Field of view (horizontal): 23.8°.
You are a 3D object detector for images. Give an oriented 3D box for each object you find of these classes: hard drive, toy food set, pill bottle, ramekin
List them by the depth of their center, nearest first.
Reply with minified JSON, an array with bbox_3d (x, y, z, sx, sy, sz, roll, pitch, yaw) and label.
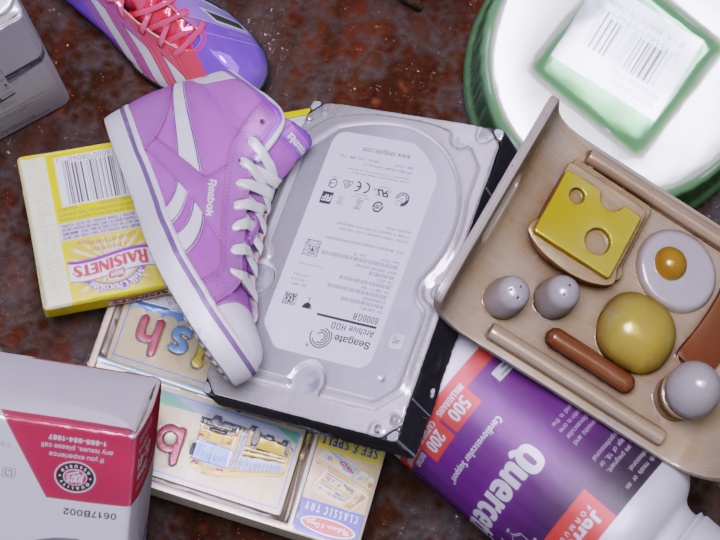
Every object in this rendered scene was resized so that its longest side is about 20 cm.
[{"bbox_3d":[0.158,0.009,0.978,0.199,0.060,0.144,32,74,-4],"label":"toy food set"},{"bbox_3d":[0.000,0.000,1.026,0.139,0.038,0.202,12,73,29],"label":"hard drive"},{"bbox_3d":[0.119,0.123,1.033,0.200,0.113,0.113,40,82,14],"label":"pill bottle"},{"bbox_3d":[0.163,-0.127,1.078,0.198,0.098,0.203,0,88,4],"label":"ramekin"}]

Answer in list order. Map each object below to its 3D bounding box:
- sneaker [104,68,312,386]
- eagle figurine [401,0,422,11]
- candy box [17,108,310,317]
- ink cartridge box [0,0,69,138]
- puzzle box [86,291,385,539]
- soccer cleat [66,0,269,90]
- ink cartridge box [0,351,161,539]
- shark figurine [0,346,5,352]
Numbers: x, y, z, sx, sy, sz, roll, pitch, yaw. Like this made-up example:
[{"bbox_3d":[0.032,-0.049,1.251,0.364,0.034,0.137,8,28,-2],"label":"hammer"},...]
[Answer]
[{"bbox_3d":[-0.073,-0.037,1.015,0.113,0.073,0.202,-23,65,-1],"label":"sneaker"},{"bbox_3d":[0.027,-0.289,1.078,0.149,0.152,0.202,13,80,-13],"label":"eagle figurine"},{"bbox_3d":[-0.111,-0.038,1.088,0.198,0.026,0.103,-10,77,-11],"label":"candy box"},{"bbox_3d":[-0.255,-0.168,1.028,0.083,0.200,0.145,-29,84,-7],"label":"ink cartridge box"},{"bbox_3d":[-0.078,0.088,1.076,0.198,0.025,0.134,17,72,0],"label":"puzzle box"},{"bbox_3d":[-0.145,-0.176,1.098,0.199,0.073,0.068,38,82,3],"label":"soccer cleat"},{"bbox_3d":[-0.200,0.156,1.000,0.146,0.086,0.202,7,110,0],"label":"ink cartridge box"},{"bbox_3d":[-0.250,0.063,1.054,0.128,0.090,0.215,-44,88,-9],"label":"shark figurine"}]
